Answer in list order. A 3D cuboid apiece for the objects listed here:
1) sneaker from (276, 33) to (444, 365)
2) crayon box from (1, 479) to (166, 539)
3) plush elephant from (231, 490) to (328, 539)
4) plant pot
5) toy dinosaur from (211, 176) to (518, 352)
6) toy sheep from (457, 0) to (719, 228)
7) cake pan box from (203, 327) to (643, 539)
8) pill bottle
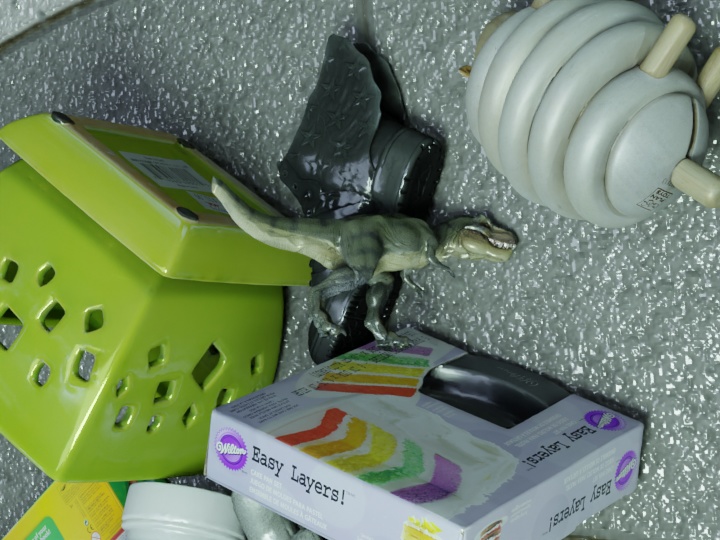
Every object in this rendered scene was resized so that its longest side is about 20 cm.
[{"bbox_3d":[-0.013,-0.044,1.082,0.104,0.060,0.201,29,103,28],"label":"sneaker"},{"bbox_3d":[-0.209,0.230,1.231,0.200,0.058,0.119,-46,68,27],"label":"crayon box"},{"bbox_3d":[0.035,0.188,1.005,0.154,0.165,0.201,-24,66,12],"label":"plush elephant"},{"bbox_3d":[-0.160,0.010,1.106,0.199,0.200,0.182,38,107,27],"label":"plant pot"},{"bbox_3d":[0.000,0.000,1.007,0.047,0.199,0.089,156,118,-62],"label":"toy dinosaur"},{"bbox_3d":[0.134,-0.092,0.934,0.200,0.137,0.138,42,116,45],"label":"toy sheep"},{"bbox_3d":[0.042,0.104,0.968,0.184,0.200,0.053,24,117,34],"label":"cake pan box"},{"bbox_3d":[-0.130,0.245,1.080,0.111,0.111,0.201,-4,68,35],"label":"pill bottle"}]
